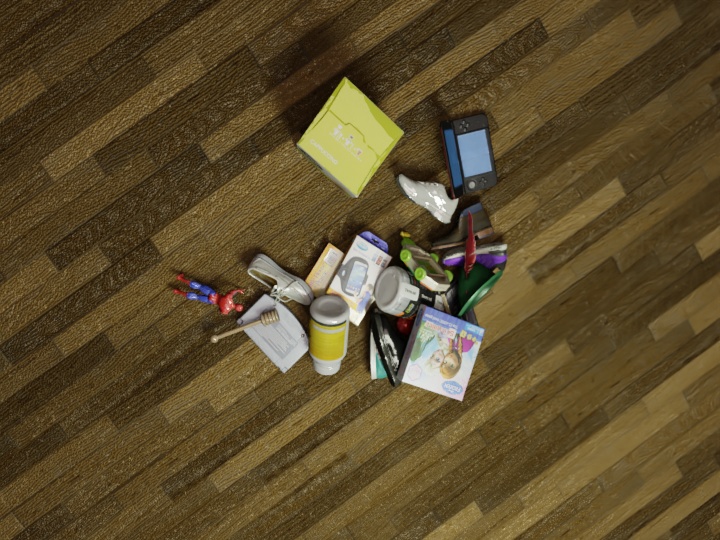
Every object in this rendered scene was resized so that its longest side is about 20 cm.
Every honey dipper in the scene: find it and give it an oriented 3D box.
[{"bbox_3d":[-0.314,0.152,1.523,0.193,0.038,0.039,-19,100,-3],"label":"honey dipper"}]

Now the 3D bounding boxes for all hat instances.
[{"bbox_3d":[0.279,-0.005,1.542,0.199,0.166,0.177,-41,75,-8],"label":"hat"}]

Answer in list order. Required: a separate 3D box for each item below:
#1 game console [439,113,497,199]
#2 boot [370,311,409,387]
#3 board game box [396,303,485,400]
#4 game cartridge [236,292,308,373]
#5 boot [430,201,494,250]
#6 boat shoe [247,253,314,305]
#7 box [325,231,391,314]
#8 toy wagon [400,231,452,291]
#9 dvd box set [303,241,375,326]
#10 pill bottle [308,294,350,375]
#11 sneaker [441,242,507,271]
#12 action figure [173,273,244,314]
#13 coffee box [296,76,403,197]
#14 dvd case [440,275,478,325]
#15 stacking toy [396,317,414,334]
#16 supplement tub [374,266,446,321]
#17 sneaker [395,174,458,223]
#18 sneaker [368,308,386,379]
[{"bbox_3d":[0.297,-0.313,1.531,0.166,0.119,0.208,-13,100,-5],"label":"game console"},{"bbox_3d":[0.121,0.190,1.521,0.154,0.079,0.218,-22,103,-13],"label":"boot"},{"bbox_3d":[0.214,0.218,1.490,0.194,0.041,0.206,19,89,-21],"label":"board game box"},{"bbox_3d":[-0.233,0.168,1.570,0.133,0.041,0.201,-40,101,3],"label":"game cartridge"},{"bbox_3d":[0.275,-0.122,1.586,0.193,0.075,0.100,-17,89,-14],"label":"boot"},{"bbox_3d":[-0.220,0.044,1.517,0.200,0.087,0.075,38,136,-9],"label":"boat shoe"},{"bbox_3d":[0.000,0.000,1.544,0.117,0.041,0.204,28,95,-11],"label":"box"},{"bbox_3d":[0.167,-0.026,1.543,0.040,0.153,0.202,-51,57,23],"label":"toy wagon"},{"bbox_3d":[-0.049,0.039,1.578,0.197,0.029,0.149,33,92,-11],"label":"dvd box set"},{"bbox_3d":[-0.087,0.179,1.527,0.108,0.113,0.206,1,123,-7],"label":"pill bottle"},{"bbox_3d":[0.328,-0.016,1.601,0.192,0.070,0.104,-8,101,-6],"label":"sneaker"},{"bbox_3d":[-0.395,0.066,1.527,0.194,0.099,0.067,21,99,13],"label":"action figure"},{"bbox_3d":[-0.034,-0.331,1.445,0.198,0.198,0.202,38,92,-10],"label":"coffee box"},{"bbox_3d":[0.288,0.134,1.589,0.016,0.148,0.206,-13,102,34],"label":"dvd case"},{"bbox_3d":[0.194,0.181,1.613,0.194,0.085,0.088,23,95,-3],"label":"stacking toy"},{"bbox_3d":[0.144,0.073,1.538,0.196,0.122,0.126,19,96,-34],"label":"supplement tub"},{"bbox_3d":[0.183,-0.213,1.553,0.196,0.075,0.089,30,100,-19],"label":"sneaker"},{"bbox_3d":[0.083,0.207,1.590,0.116,0.084,0.208,-2,106,-2],"label":"sneaker"}]
